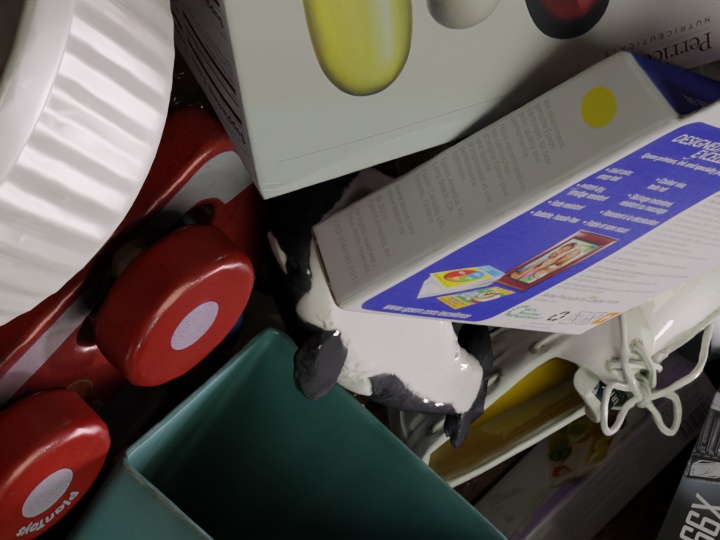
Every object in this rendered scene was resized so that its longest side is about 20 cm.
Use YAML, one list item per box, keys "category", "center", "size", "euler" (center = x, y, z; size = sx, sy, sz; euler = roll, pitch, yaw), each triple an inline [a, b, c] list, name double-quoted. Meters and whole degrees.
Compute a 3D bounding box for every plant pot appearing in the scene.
- category: "plant pot"
  center: [-0.067, 0.159, 1.162]
  size: [0.200, 0.141, 0.141]
  euler: [-50, 176, 30]

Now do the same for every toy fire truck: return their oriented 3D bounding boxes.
- category: "toy fire truck"
  center: [-0.112, 0.027, 1.111]
  size: [0.200, 0.112, 0.168]
  euler: [-47, 160, -2]

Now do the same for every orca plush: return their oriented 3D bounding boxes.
- category: "orca plush"
  center: [0.000, 0.000, 1.157]
  size: [0.105, 0.071, 0.200]
  euler: [-60, 149, 2]

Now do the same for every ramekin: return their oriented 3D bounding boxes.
- category: "ramekin"
  center: [-0.156, -0.070, 0.937]
  size: [0.200, 0.200, 0.105]
  euler: [-54, 146, 5]

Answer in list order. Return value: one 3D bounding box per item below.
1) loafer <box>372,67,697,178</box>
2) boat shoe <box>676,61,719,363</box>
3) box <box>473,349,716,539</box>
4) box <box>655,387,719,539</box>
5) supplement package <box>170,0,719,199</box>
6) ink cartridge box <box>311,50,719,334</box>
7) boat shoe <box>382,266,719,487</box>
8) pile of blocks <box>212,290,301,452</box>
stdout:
- category: "loafer"
  center: [0.090, -0.078, 1.175]
  size: [0.200, 0.068, 0.076]
  euler: [-31, 139, 10]
- category: "boat shoe"
  center: [0.174, -0.052, 1.301]
  size: [0.091, 0.071, 0.201]
  euler: [-32, 139, -21]
- category: "box"
  center: [0.091, 0.114, 1.362]
  size: [0.200, 0.039, 0.041]
  euler: [-44, 136, -6]
- category: "box"
  center: [0.181, 0.116, 1.350]
  size: [0.158, 0.050, 0.200]
  euler: [-70, 167, 15]
- category: "supplement package"
  center: [0.016, -0.167, 1.010]
  size: [0.190, 0.147, 0.201]
  euler: [-18, 129, -10]
- category: "ink cartridge box"
  center: [0.113, -0.036, 1.072]
  size: [0.200, 0.047, 0.197]
  euler: [-30, 160, 27]
- category: "boat shoe"
  center: [0.106, 0.041, 1.243]
  size: [0.201, 0.086, 0.075]
  euler: [-26, 135, 8]
- category: "pile of blocks"
  center: [-0.022, 0.095, 1.243]
  size: [0.082, 0.062, 0.200]
  euler: [-37, 134, -13]
